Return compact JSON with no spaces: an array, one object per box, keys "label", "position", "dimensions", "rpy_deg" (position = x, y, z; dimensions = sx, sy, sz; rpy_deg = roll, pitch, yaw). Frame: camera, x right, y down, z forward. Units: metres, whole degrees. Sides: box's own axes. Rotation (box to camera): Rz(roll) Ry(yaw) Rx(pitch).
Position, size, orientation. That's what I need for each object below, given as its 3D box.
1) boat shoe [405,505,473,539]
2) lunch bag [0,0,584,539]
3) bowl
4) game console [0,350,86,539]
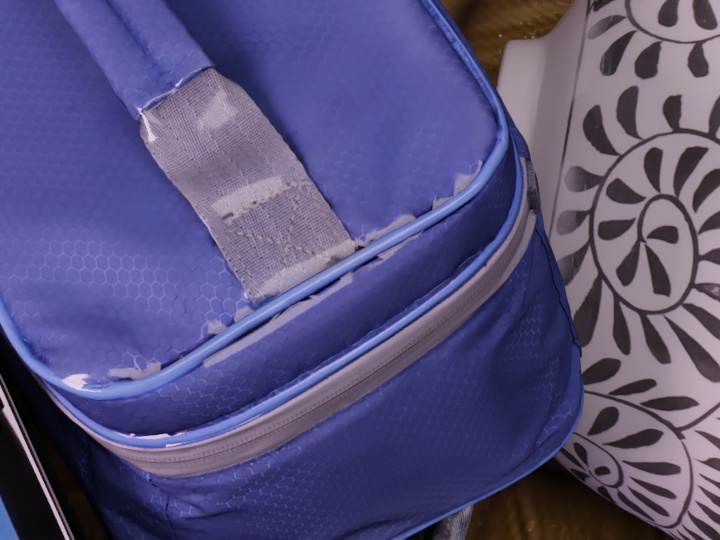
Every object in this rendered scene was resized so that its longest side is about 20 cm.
[{"label":"boat shoe","position":[0.000,0.000,0.831],"dimensions":[0.070,0.091,0.201],"rpy_deg":[-5,80,-10]},{"label":"lunch bag","position":[-0.042,-0.033,0.742],"dimensions":[0.135,0.133,0.200],"rpy_deg":[-29,54,-9]},{"label":"bowl","position":[0.081,-0.016,0.866],"dimensions":[0.094,0.201,0.202],"rpy_deg":[9,76,4]},{"label":"game console","position":[-0.170,0.071,0.677],"dimensions":[0.175,0.116,0.201],"rpy_deg":[-20,80,-30]}]
